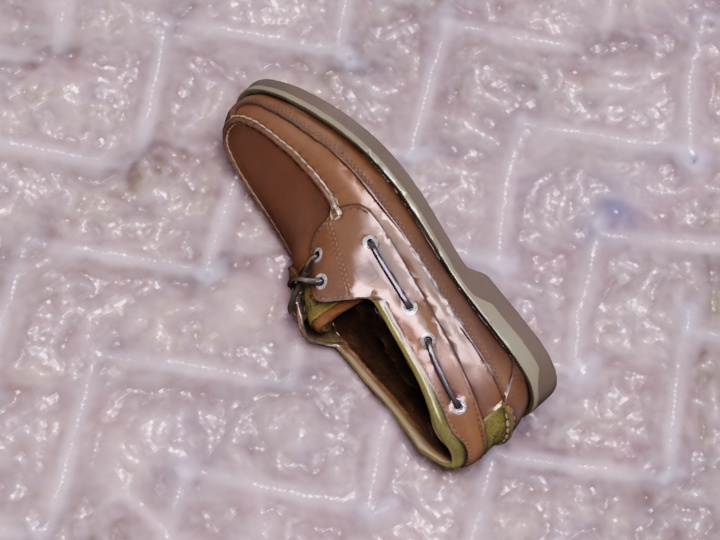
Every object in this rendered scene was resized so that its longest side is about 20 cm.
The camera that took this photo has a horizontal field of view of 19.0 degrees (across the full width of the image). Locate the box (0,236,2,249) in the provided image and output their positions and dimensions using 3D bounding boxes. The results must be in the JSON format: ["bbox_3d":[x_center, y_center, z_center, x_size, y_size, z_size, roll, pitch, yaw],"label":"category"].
[{"bbox_3d":[-0.260,-0.020,0.895,0.198,0.078,0.096,-7,66,-25],"label":"box"}]

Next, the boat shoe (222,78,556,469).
[{"bbox_3d":[0.000,0.000,0.966,0.068,0.072,0.200,-39,78,-27],"label":"boat shoe"}]
